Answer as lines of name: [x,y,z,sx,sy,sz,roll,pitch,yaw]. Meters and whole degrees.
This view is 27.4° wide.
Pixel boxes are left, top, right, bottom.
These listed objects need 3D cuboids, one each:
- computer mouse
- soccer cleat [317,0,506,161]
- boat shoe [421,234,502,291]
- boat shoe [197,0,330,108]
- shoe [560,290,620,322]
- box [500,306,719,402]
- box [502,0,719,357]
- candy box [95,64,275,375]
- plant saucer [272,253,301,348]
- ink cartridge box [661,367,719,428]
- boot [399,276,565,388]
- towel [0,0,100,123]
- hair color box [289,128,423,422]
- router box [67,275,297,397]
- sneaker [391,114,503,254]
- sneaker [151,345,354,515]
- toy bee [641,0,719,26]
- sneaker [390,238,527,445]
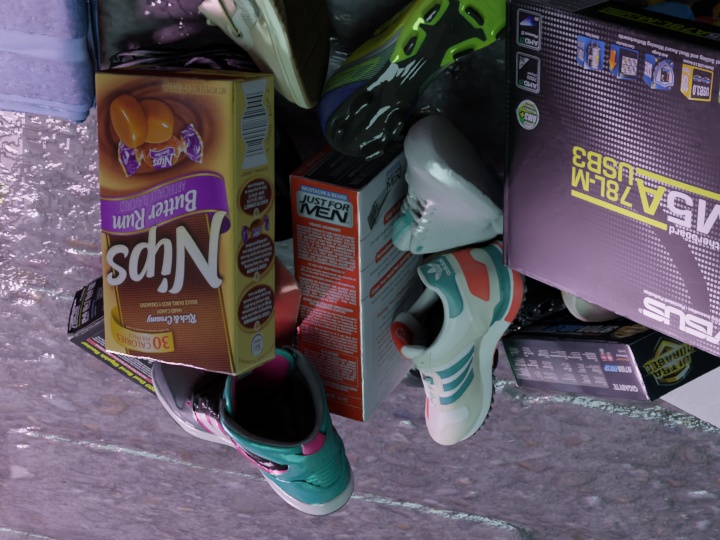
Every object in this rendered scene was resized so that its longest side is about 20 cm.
computer mouse: [-0.092,-0.105,1.131,0.138,0.053,0.200,3,140,28]
soccer cleat: [0.040,-0.161,0.997,0.065,0.084,0.200,27,123,-32]
boat shoe: [0.050,-0.010,1.228,0.072,0.066,0.201,6,146,-47]
boat shoe: [-0.074,-0.188,0.980,0.065,0.072,0.200,2,144,23]
shoe: [0.193,-0.017,1.003,0.070,0.054,0.200,23,139,-11]
box: [0.219,0.042,1.107,0.158,0.046,0.200,-23,-173,-20]
box: [0.175,-0.063,0.922,0.200,0.047,0.194,26,126,41]
candy box: [-0.119,-0.037,1.019,0.116,0.201,0.056,7,-164,29]
plant saucer: [-0.125,-0.020,1.137,0.200,0.037,0.200,50,163,11]
ink cartridge box: [0.356,0.080,1.293,0.199,0.076,0.148,27,143,-29]
boot: [0.137,0.032,1.278,0.200,0.066,0.165,-37,163,27]
towel: [-0.240,-0.184,1.041,0.111,0.049,0.200,9,149,-1]
hair color box: [0.000,0.000,1.135,0.064,0.111,0.201,14,123,23]
router box: [-0.145,0.060,1.364,0.149,0.062,0.200,-28,131,29]
sneaker: [0.056,-0.047,1.062,0.088,0.076,0.200,-29,161,10]
sneaker: [-0.091,0.094,1.118,0.200,0.084,0.121,32,151,27]
toy bee: [0.219,-0.143,0.961,0.199,0.109,0.131,29,142,28]
sneaker: [0.060,0.061,1.158,0.093,0.070,0.200,-7,135,-23]
